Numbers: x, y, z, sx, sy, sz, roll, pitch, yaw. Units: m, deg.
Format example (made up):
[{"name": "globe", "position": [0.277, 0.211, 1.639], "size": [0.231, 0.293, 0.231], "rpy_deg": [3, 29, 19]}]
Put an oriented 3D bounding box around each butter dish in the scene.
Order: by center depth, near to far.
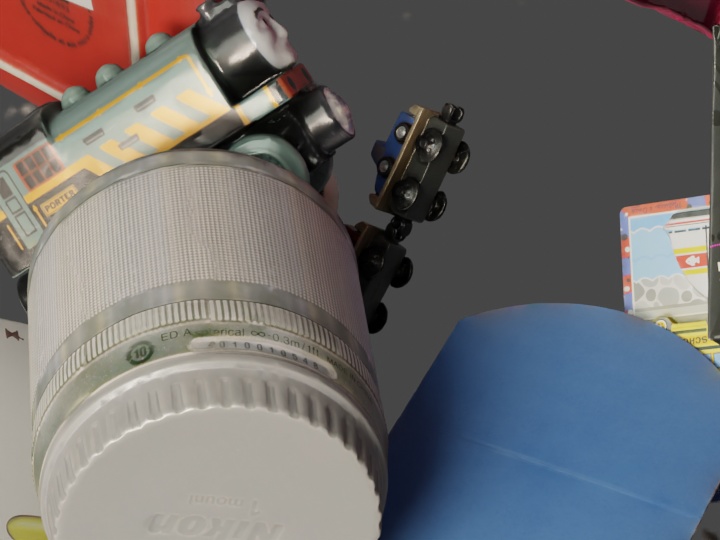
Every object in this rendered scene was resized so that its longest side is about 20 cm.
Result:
[{"name": "butter dish", "position": [-0.119, -0.177, 1.470], "size": [0.200, 0.148, 0.200], "rpy_deg": [29, 141, 28]}]

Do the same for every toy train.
[{"name": "toy train", "position": [-0.103, -0.052, 1.374], "size": [0.200, 0.085, 0.114], "rpy_deg": [-32, 96, 17]}, {"name": "toy train", "position": [0.000, 0.000, 1.433], "size": [0.046, 0.034, 0.200], "rpy_deg": [35, 102, 42]}]

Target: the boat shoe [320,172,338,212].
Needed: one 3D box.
[{"name": "boat shoe", "position": [-0.083, 0.025, 1.450], "size": [0.073, 0.062, 0.200], "rpy_deg": [34, 99, 48]}]

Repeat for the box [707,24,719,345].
[{"name": "box", "position": [0.264, -0.031, 1.211], "size": [0.199, 0.124, 0.149], "rpy_deg": [-2, 78, 24]}]

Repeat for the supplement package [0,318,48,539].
[{"name": "supplement package", "position": [-0.181, 0.148, 1.353], "size": [0.156, 0.111, 0.200], "rpy_deg": [-52, 37, 37]}]

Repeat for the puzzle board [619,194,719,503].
[{"name": "puzzle board", "position": [0.217, 0.031, 1.309], "size": [0.199, 0.017, 0.151], "rpy_deg": [-8, 80, 29]}]

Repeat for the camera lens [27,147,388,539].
[{"name": "camera lens", "position": [-0.072, 0.053, 1.260], "size": [0.160, 0.160, 0.200], "rpy_deg": [-39, 32, 20]}]

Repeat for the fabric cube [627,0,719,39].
[{"name": "fabric cube", "position": [0.109, -0.249, 1.292], "size": [0.199, 0.200, 0.197], "rpy_deg": [32, 99, 20]}]

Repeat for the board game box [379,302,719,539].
[{"name": "board game box", "position": [0.090, 0.104, 1.305], "size": [0.158, 0.039, 0.200], "rpy_deg": [17, 53, 22]}]
